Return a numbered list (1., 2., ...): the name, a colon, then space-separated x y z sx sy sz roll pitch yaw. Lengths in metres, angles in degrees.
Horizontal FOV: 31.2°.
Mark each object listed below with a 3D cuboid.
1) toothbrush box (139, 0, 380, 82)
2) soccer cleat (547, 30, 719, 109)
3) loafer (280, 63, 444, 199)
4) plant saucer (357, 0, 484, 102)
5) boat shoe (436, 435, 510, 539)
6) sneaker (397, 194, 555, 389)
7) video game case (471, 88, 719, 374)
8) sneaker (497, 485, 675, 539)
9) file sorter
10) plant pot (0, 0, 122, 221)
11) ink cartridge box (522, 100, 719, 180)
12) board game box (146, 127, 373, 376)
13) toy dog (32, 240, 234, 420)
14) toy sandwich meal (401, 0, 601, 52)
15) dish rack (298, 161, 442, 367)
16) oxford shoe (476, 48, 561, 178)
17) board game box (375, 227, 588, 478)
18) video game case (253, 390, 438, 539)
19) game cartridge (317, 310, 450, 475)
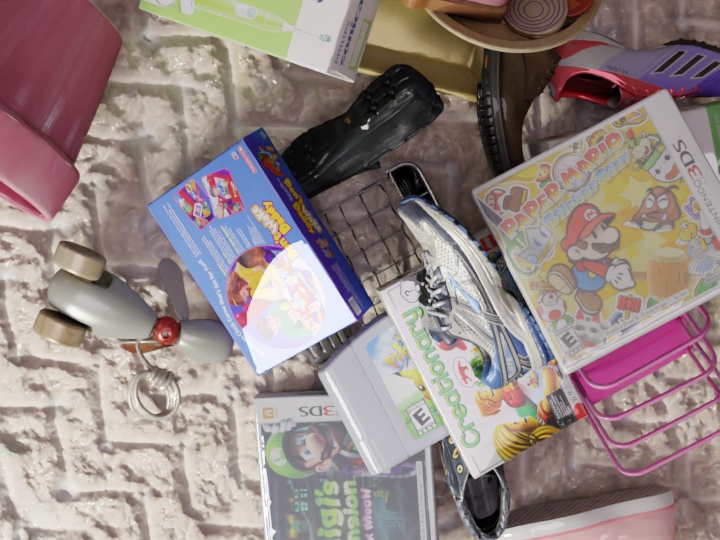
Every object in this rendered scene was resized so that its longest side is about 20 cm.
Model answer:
1. toothbrush box: -0.083 -0.276 1.184 0.198 0.086 0.147 20 98 17
2. soccer cleat: 0.275 -0.184 1.253 0.197 0.069 0.074 7 54 -2
3. loafer: -0.007 -0.117 1.245 0.200 0.069 0.070 -35 133 20
4. plant saucer: 0.057 -0.281 1.245 0.197 0.048 0.203 13 97 -7
5. boat shoe: 0.111 0.167 1.294 0.070 0.091 0.203 -15 99 -2
6. sneaker: 0.089 0.023 1.157 0.085 0.077 0.201 -38 95 1
7. video game case: 0.225 -0.035 1.132 0.198 0.023 0.184 -27 78 1
8. sneaker: 0.234 0.290 1.329 0.197 0.075 0.106 -8 94 -7
9. file sorter: 0.264 0.078 1.232 0.138 0.126 0.201 -28 131 1
10. plant pot: -0.317 -0.173 1.174 0.199 0.200 0.180 33 79 -8
11. ink cartridge box: 0.264 -0.103 1.236 0.197 0.146 0.085 -12 95 -3
12. board game box: -0.097 -0.016 1.241 0.134 0.045 0.201 -29 97 29
13. toy dog: -0.230 0.040 1.265 0.132 0.096 0.200 -47 114 1
14. toy sandwich meal: 0.126 -0.283 1.149 0.202 0.070 0.208 4 61 -6
15. dish rack: 0.000 0.000 1.280 0.198 0.055 0.155 -29 99 1
16. oxford shoe: 0.150 -0.177 1.208 0.083 0.073 0.203 -2 99 -6
17. board game box: 0.115 0.077 1.216 0.125 0.035 0.202 -28 95 -4
18. video game case: -0.013 0.221 1.311 0.179 0.023 0.203 -3 99 9
19. game cartridge: 0.066 0.093 1.247 0.198 0.040 0.134 -29 92 -3
